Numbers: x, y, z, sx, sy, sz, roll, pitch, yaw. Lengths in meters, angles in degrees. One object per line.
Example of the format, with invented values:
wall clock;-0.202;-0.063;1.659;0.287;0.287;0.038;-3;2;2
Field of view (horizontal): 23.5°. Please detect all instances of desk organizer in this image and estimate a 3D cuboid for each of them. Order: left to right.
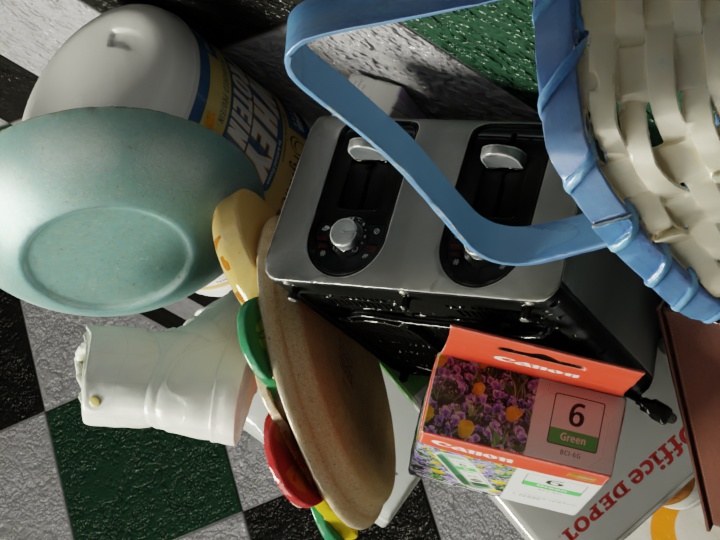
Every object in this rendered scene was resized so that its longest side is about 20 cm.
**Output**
desk organizer;0.235;0.075;1.002;0.076;0.072;0.201;16;143;34

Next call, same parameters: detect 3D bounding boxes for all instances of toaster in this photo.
toaster;0.074;-0.004;0.978;0.179;0.120;0.200;5;161;31

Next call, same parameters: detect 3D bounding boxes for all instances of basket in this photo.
basket;0.096;-0.059;0.592;0.198;0.140;0.176;-14;151;26

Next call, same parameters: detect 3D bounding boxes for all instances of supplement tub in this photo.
supplement tub;-0.113;-0.071;1.164;0.144;0.146;0.200;18;168;44

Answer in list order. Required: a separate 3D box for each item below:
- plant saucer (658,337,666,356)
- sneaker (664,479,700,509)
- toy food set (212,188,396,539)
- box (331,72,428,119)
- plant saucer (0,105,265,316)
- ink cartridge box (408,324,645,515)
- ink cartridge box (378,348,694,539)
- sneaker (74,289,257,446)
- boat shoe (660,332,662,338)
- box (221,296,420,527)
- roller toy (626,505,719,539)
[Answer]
plant saucer;0.291;0.075;1.135;0.199;0.051;0.200;27;171;4
sneaker;0.163;0.127;1.305;0.198;0.074;0.084;13;180;29
toy food set;-0.030;0.062;1.037;0.048;0.199;0.200;-17;143;12
box;0.040;-0.063;1.110;0.038;0.042;0.200;21;168;29
plant saucer;-0.155;-0.021;1.064;0.199;0.039;0.202;-6;144;-4
ink cartridge box;0.087;0.087;0.967;0.108;0.051;0.200;13;164;2
ink cartridge box;0.125;0.085;1.144;0.200;0.146;0.084;50;176;12
sneaker;-0.118;0.047;1.084;0.114;0.074;0.200;6;-166;3
boat shoe;0.204;0.081;1.263;0.199;0.076;0.074;28;143;-6
box;-0.005;0.059;1.331;0.198;0.201;0.131;35;172;5
roller toy;0.279;0.197;1.378;0.198;0.185;0.140;-1;-179;18
